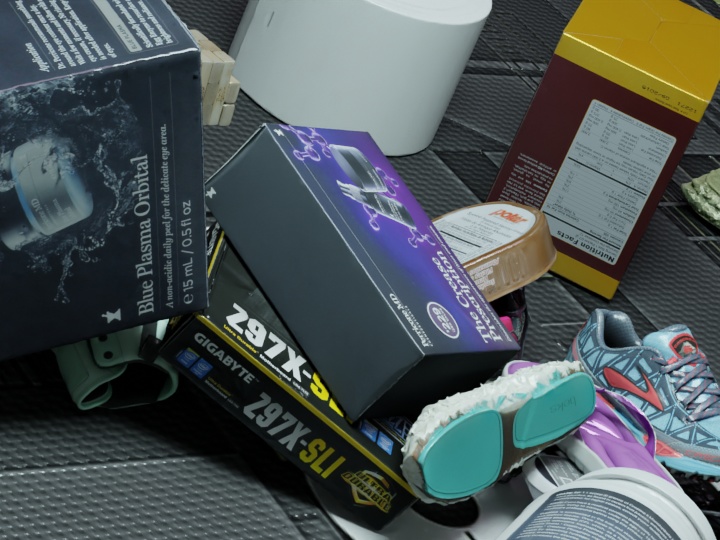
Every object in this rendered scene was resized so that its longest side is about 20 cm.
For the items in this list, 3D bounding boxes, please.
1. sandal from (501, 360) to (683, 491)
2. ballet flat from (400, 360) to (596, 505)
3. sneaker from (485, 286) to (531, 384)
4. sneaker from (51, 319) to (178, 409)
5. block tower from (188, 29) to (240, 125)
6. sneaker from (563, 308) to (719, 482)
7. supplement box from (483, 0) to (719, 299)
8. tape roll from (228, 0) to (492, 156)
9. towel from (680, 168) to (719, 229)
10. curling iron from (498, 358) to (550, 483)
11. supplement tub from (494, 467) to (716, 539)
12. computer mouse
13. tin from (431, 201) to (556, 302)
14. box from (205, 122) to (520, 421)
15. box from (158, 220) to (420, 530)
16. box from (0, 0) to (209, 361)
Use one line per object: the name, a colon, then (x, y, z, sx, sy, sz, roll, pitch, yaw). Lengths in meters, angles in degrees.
sandal: (0.174, 0.108, 1.741, 0.082, 0.050, 0.203, 8, 24, -34)
ballet flat: (0.081, 0.108, 1.656, 0.072, 0.072, 0.200, 40, 35, 27)
sneaker: (0.099, 0.027, 1.878, 0.080, 0.075, 0.200, 21, 27, -7)
sneaker: (-0.210, 0.032, 1.629, 0.200, 0.074, 0.118, 10, 40, -14)
block tower: (-0.180, -0.134, 1.721, 0.200, 0.054, 0.058, -6, 33, -40)
sneaker: (0.226, 0.089, 1.807, 0.200, 0.096, 0.079, 29, 18, 38)
supplement box: (0.211, -0.120, 2.085, 0.132, 0.200, 0.197, 26, 28, 4)
tape roll: (-0.001, -0.213, 2.148, 0.202, 0.139, 0.203, 20, 28, -11)
towel: (0.400, -0.036, 2.269, 0.200, 0.037, 0.148, 36, 29, 22)
curling iron: (0.114, 0.105, 1.809, 0.050, 0.026, 0.200, 50, 23, -4)
supplement tub: (0.133, 0.214, 1.507, 0.140, 0.141, 0.200, 32, 29, 15)
computer mouse: (0.198, 0.175, 1.730, 0.199, 0.044, 0.110, 14, 20, -20)
tin: (0.053, 0.002, 1.822, 0.200, 0.042, 0.112, -25, 28, -23)
box: (0.000, 0.000, 1.678, 0.141, 0.079, 0.200, -4, 54, -57)
box: (-0.037, 0.064, 1.667, 0.200, 0.049, 0.160, 40, 27, -13)
box: (-0.205, -0.060, 1.520, 0.199, 0.197, 0.117, -14, 38, -20)
